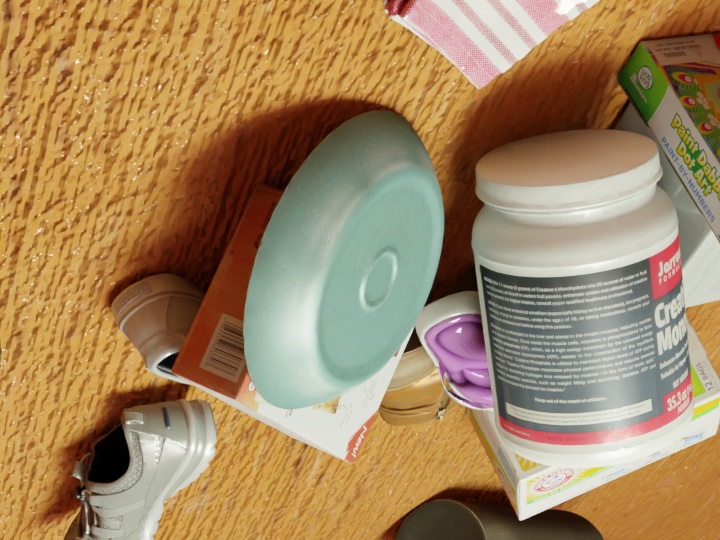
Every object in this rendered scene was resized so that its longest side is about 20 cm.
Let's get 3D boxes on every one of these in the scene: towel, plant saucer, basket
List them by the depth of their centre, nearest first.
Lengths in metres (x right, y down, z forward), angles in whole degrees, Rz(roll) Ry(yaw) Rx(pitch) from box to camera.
[{"bbox_3d":[0.119,-0.187,1.090,0.199,0.030,0.146,-35,154,15],"label":"towel"},{"bbox_3d":[0.000,0.000,1.190,0.200,0.036,0.201,-41,142,-42],"label":"plant saucer"},{"bbox_3d":[0.130,0.299,1.891,0.180,0.137,0.199,-31,151,22],"label":"basket"}]

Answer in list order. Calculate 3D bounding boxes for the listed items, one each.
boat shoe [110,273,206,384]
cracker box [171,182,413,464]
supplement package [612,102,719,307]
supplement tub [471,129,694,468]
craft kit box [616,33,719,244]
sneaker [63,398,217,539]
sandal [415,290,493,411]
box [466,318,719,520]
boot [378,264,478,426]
[{"bbox_3d":[-0.094,0.058,1.298,0.072,0.069,0.200,-32,154,11],"label":"boat shoe"},{"bbox_3d":[-0.035,0.040,1.260,0.135,0.057,0.200,-66,154,-7],"label":"cracker box"},{"bbox_3d":[0.282,-0.064,1.364,0.198,0.120,0.122,-10,149,-30],"label":"supplement package"},{"bbox_3d":[0.150,0.018,1.274,0.139,0.140,0.202,-16,110,-20],"label":"supplement tub"},{"bbox_3d":[0.300,-0.077,1.269,0.198,0.199,0.049,-10,151,-31],"label":"craft kit box"},{"bbox_3d":[-0.187,0.158,1.420,0.081,0.075,0.200,12,131,-31],"label":"sneaker"},{"bbox_3d":[0.096,0.077,1.382,0.082,0.050,0.202,-24,147,21],"label":"sandal"},{"bbox_3d":[0.203,0.117,1.638,0.198,0.113,0.102,-22,154,-6],"label":"box"},{"bbox_3d":[0.095,0.057,1.477,0.198,0.074,0.155,-13,153,-2],"label":"boot"}]
